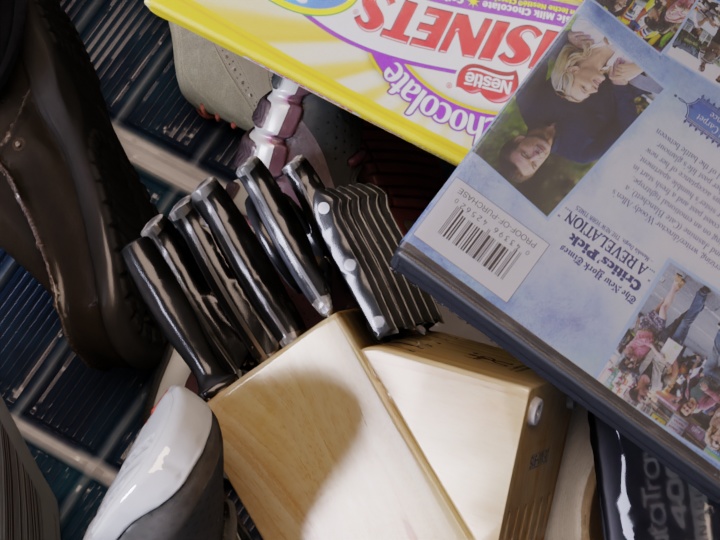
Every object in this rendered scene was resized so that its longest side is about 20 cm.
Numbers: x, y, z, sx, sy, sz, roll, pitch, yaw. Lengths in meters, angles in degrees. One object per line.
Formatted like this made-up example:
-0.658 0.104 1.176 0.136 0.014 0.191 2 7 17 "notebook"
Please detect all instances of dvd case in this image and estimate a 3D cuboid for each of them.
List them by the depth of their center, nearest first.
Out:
0.123 -0.036 1.014 0.142 0.018 0.200 36 70 4 "dvd case"

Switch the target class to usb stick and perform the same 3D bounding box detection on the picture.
0.110 0.078 1.023 0.055 0.033 0.201 -8 84 11 "usb stick"

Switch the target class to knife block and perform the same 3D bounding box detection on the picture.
-0.018 0.064 1.048 0.175 0.064 0.201 14 98 20 "knife block"

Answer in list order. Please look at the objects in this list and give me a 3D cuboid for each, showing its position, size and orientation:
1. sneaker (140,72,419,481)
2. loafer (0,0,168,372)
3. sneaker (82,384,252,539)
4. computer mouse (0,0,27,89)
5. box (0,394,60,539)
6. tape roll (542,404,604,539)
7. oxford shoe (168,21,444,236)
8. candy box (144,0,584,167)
0.000 0.000 1.118 0.115 0.076 0.201 22 104 3 "sneaker"
-0.129 -0.033 1.178 0.071 0.073 0.200 -29 54 9 "loafer"
-0.054 0.110 1.027 0.082 0.200 0.077 25 60 6 "sneaker"
-0.197 -0.138 1.209 0.140 0.046 0.201 -13 51 27 "computer mouse"
-0.204 0.139 1.019 0.171 0.199 0.201 -6 63 4 "box"
0.136 0.095 1.053 0.202 0.037 0.204 -2 84 19 "tape roll"
-0.030 -0.075 1.198 0.075 0.070 0.200 -37 67 22 "oxford shoe"
0.032 -0.096 1.059 0.199 0.026 0.103 27 93 0 "candy box"
